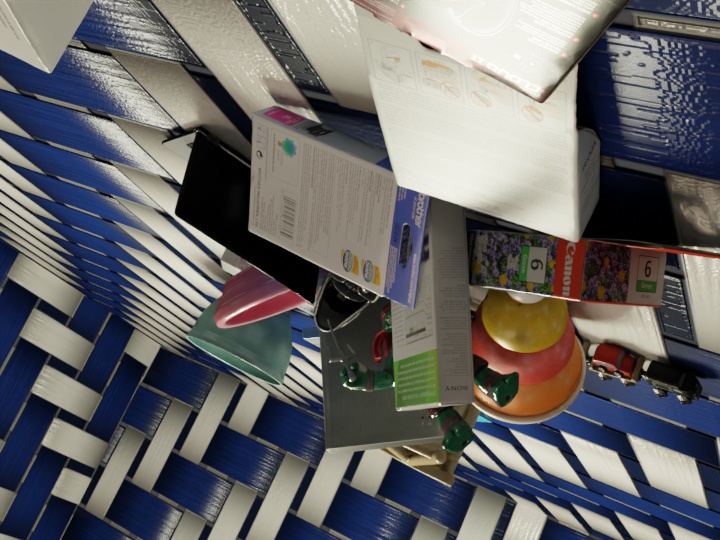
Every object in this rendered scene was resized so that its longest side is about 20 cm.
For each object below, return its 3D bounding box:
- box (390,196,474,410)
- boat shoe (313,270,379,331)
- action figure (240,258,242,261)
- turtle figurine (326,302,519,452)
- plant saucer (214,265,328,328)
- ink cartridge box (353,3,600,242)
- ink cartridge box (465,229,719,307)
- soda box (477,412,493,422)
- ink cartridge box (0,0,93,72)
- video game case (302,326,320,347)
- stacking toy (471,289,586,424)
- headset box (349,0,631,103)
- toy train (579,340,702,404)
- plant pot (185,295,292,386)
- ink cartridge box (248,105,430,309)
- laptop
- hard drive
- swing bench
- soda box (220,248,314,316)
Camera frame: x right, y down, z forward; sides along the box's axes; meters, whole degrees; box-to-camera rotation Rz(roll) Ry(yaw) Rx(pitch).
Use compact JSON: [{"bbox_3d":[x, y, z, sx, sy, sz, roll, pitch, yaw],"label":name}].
[{"bbox_3d":[0.060,0.020,0.838,0.035,0.205,0.144,1,171,-13],"label":"box"},{"bbox_3d":[0.000,0.000,0.993,0.071,0.068,0.200,37,139,-3],"label":"boat shoe"},{"bbox_3d":[-0.155,-0.056,1.174,0.066,0.052,0.200,50,-173,32],"label":"action figure"},{"bbox_3d":[0.062,0.080,0.951,0.200,0.151,0.100,44,-165,33],"label":"turtle figurine"},{"bbox_3d":[-0.098,0.015,1.204,0.201,0.197,0.052,133,116,-75],"label":"plant saucer"},{"bbox_3d":[0.086,-0.113,0.654,0.157,0.048,0.201,21,154,24],"label":"ink cartridge box"},{"bbox_3d":[0.185,0.001,0.754,0.107,0.052,0.198,5,-178,-37],"label":"ink cartridge box"},{"bbox_3d":[0.163,0.209,1.578,0.067,0.065,0.200,29,166,-12],"label":"soda box"},{"bbox_3d":[-0.247,-0.246,0.542,0.197,0.149,0.146,26,167,2],"label":"ink cartridge box"},{"bbox_3d":[0.003,0.103,1.410,0.140,0.018,0.200,-5,168,9],"label":"video game case"},{"bbox_3d":[0.167,0.047,0.952,0.144,0.147,0.202,21,146,19],"label":"stacking toy"},{"bbox_3d":[0.057,-0.167,0.422,0.146,0.076,0.200,27,166,-1],"label":"headset box"},{"bbox_3d":[0.284,0.105,1.056,0.197,0.035,0.046,16,159,37],"label":"toy train"},{"bbox_3d":[-0.204,0.108,1.737,0.197,0.136,0.201,25,166,6],"label":"plant pot"},{"bbox_3d":[-0.017,-0.059,0.839,0.198,0.042,0.122,27,126,31],"label":"ink cartridge box"},{"bbox_3d":[-0.143,-0.061,1.070,0.186,0.118,0.199,34,164,-26],"label":"laptop"},{"bbox_3d":[0.023,0.099,1.077,0.136,0.205,0.033,-7,159,8],"label":"hard drive"},{"bbox_3d":[0.095,0.143,1.192,0.128,0.202,0.201,22,165,15],"label":"swing bench"},{"bbox_3d":[-0.099,0.008,1.340,0.197,0.064,0.068,27,167,-2],"label":"soda box"}]
